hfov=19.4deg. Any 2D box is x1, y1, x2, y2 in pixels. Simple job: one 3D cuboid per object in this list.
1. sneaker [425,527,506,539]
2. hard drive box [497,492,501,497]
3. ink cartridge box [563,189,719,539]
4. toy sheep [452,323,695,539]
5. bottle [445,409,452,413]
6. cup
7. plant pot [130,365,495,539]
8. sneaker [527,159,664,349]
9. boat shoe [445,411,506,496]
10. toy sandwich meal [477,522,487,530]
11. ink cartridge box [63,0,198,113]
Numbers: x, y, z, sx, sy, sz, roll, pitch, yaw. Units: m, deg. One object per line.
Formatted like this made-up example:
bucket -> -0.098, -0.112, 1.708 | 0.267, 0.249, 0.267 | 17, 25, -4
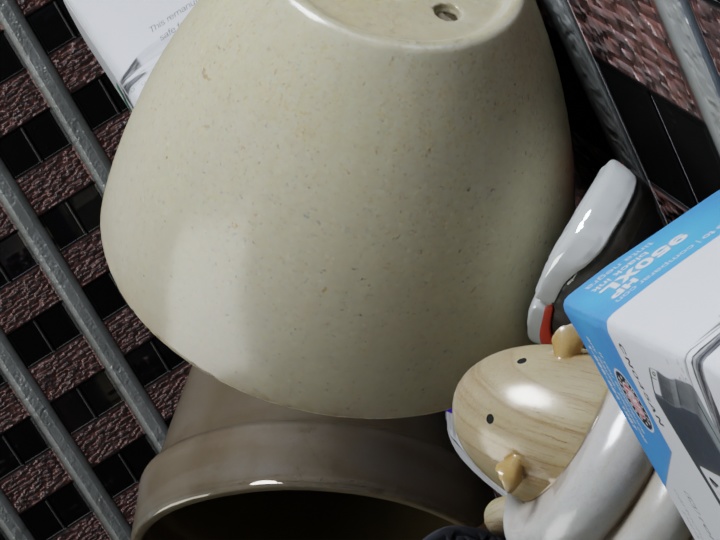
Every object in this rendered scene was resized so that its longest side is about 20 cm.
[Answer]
sneaker -> 0.054, 0.153, 0.847 | 0.072, 0.083, 0.200 | 40, -164, 21
hard drive box -> 0.137, 0.129, 1.089 | 0.157, 0.076, 0.200 | 56, 173, 12
ink cartridge box -> 0.150, 0.059, 0.595 | 0.145, 0.084, 0.200 | 59, 173, -12
toy sheep -> 0.122, 0.088, 0.762 | 0.199, 0.139, 0.138 | 26, 178, -9
bottle -> 0.000, 0.000, 0.925 | 0.198, 0.084, 0.066 | 24, 143, 10
cup -> 0.001, -0.064, 0.837 | 0.201, 0.199, 0.144 | 54, 146, 36
plant pot -> -0.020, 0.081, 1.165 | 0.200, 0.198, 0.175 | 68, -158, -58
sneaker -> 0.122, 0.027, 0.845 | 0.081, 0.077, 0.200 | 26, 161, 23
boat shoe -> 0.121, 0.113, 0.957 | 0.199, 0.074, 0.065 | 33, 170, 8
toy sandwich meal -> 0.066, 0.208, 1.036 | 0.070, 0.206, 0.205 | 21, 161, 16
ink cartridge box -> -0.044, -0.101, 1.085 | 0.201, 0.145, 0.085 | 55, 175, 31
